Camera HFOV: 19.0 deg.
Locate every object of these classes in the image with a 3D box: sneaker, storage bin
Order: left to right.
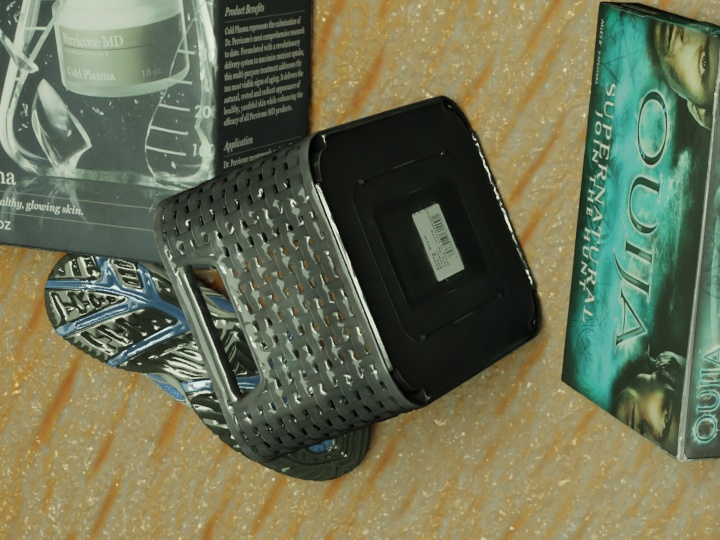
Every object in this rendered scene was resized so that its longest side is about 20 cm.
[{"bbox_3d":[-0.078,0.044,1.190,0.200,0.077,0.076,35,97,-5],"label":"sneaker"},{"bbox_3d":[0.000,0.000,1.069,0.093,0.200,0.136,-22,91,27],"label":"storage bin"}]

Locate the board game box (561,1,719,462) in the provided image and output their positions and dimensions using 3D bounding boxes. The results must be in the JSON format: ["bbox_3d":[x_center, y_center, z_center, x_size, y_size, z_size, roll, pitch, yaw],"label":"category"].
[{"bbox_3d":[0.145,-0.023,1.047,0.028,0.135,0.201,-1,103,-19],"label":"board game box"}]

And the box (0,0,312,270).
[{"bbox_3d":[-0.136,-0.114,1.154,0.199,0.124,0.198,6,101,23],"label":"box"}]
